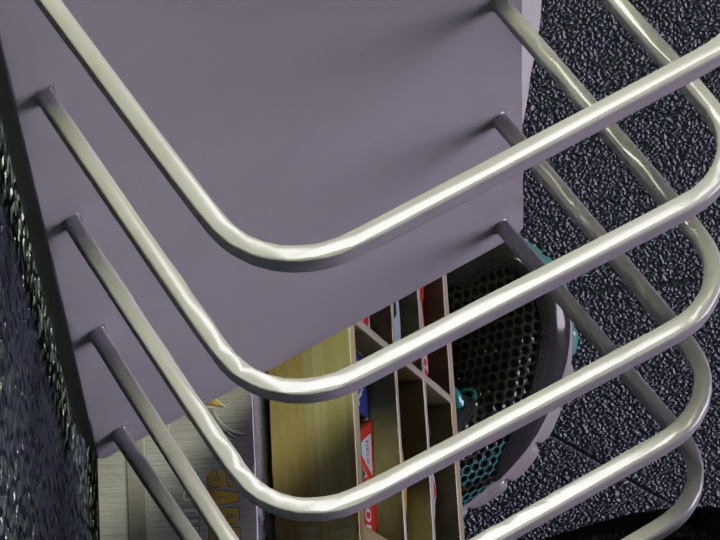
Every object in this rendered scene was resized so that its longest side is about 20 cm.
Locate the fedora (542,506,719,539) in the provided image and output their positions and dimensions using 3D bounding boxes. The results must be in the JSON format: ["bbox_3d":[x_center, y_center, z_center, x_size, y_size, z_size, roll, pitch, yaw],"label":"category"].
[{"bbox_3d":[0.048,0.138,0.680,0.201,0.200,0.092,-80,145,-82],"label":"fedora"}]

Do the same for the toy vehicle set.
[{"bbox_3d":[0.000,0.000,0.854,0.124,0.026,0.201,40,45,-68],"label":"toy vehicle set"}]

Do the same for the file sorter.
[{"bbox_3d":[0.007,-0.008,0.631,0.125,0.138,0.200,52,-19,32],"label":"file sorter"}]

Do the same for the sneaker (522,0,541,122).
[{"bbox_3d":[0.027,-0.098,0.818,0.087,0.074,0.201,66,36,-77],"label":"sneaker"}]

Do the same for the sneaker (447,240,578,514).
[{"bbox_3d":[0.006,0.074,0.984,0.200,0.078,0.091,-54,166,9],"label":"sneaker"}]

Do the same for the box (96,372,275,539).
[{"bbox_3d":[-0.047,0.106,0.828,0.158,0.048,0.201,62,25,-86],"label":"box"}]
